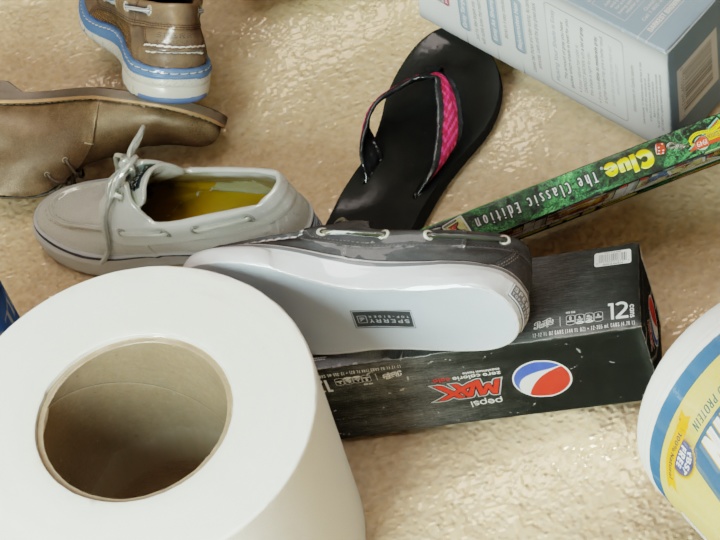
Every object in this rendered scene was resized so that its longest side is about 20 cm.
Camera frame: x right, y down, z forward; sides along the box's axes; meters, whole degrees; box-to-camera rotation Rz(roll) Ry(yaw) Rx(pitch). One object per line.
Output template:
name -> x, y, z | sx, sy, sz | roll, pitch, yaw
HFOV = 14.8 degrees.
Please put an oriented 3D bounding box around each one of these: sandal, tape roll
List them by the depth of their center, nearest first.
tape roll -> -0.107, 0.117, 1.504 | 0.202, 0.139, 0.203 | -7, 52, 8
sandal -> 0.031, -0.080, 1.704 | 0.075, 0.045, 0.200 | 8, 53, 26

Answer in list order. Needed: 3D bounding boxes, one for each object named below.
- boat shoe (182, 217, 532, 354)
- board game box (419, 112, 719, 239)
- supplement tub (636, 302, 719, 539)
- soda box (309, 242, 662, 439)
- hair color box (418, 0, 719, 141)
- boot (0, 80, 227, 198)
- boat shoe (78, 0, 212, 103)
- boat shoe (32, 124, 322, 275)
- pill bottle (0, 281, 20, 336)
boat shoe -> 0.000, 0.000, 1.533 | 0.200, 0.070, 0.066 | 0, 43, 20
board game box -> 0.121, -0.042, 1.609 | 0.200, 0.105, 0.023 | -21, 87, 1
supplement tub -> 0.248, 0.112, 1.392 | 0.145, 0.145, 0.200 | -32, 47, -11
soda box -> 0.067, 0.041, 1.566 | 0.200, 0.071, 0.063 | -8, 49, 13
hair color box -> 0.124, -0.162, 1.689 | 0.200, 0.099, 0.061 | 31, 65, 27
boot -> -0.182, -0.080, 1.779 | 0.200, 0.074, 0.076 | 1, 80, 13
boat shoe -> -0.133, -0.174, 1.793 | 0.072, 0.072, 0.200 | -1, 24, -21
boat shoe -> -0.126, -0.044, 1.691 | 0.202, 0.086, 0.075 | 6, 53, 32
pill bottle -> -0.239, 0.056, 1.568 | 0.112, 0.200, 0.112 | -9, 48, 11
